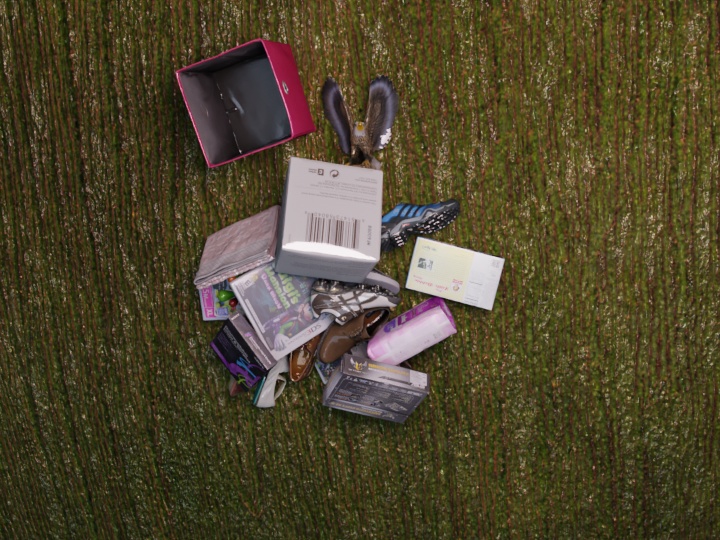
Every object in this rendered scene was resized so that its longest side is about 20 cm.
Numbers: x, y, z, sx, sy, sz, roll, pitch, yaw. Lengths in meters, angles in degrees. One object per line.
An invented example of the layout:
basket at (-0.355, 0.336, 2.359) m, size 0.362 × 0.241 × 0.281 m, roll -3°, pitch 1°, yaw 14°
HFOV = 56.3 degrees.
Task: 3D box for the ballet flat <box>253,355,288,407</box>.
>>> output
ballet flat at (-0.206, 0.247, 1.630) m, size 0.069 × 0.070 × 0.202 m, roll 21°, pitch 112°, yaw 4°

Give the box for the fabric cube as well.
fabric cube at (-0.226, -0.345, 1.390) m, size 0.197 × 0.199 × 0.199 m, roll -15°, pitch 102°, yaw 14°

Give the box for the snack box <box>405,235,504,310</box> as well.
snack box at (0.207, 0.005, 1.486) m, size 0.197 × 0.037 × 0.118 m, roll 15°, pitch 100°, yaw 6°

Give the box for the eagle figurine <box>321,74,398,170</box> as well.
eagle figurine at (-0.002, -0.298, 1.417) m, size 0.150 × 0.150 × 0.204 m, roll 9°, pitch 75°, yaw -33°

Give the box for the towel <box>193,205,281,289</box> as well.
towel at (-0.269, -0.055, 1.489) m, size 0.197 × 0.192 × 0.032 m, roll -21°, pitch 124°, yaw 15°

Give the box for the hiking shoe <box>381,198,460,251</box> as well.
hiking shoe at (0.117, -0.121, 1.454) m, size 0.197 × 0.075 × 0.088 m, roll -22°, pitch 63°, yaw -2°

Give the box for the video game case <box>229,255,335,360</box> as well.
video game case at (-0.163, 0.069, 1.479) m, size 0.180 × 0.023 × 0.202 m, roll -31°, pitch 106°, yaw -17°

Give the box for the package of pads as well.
package of pads at (0.110, 0.139, 1.493) m, size 0.198 × 0.121 × 0.076 m, roll -30°, pitch 102°, yaw 10°

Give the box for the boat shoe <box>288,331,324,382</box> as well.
boat shoe at (-0.125, 0.166, 1.558) m, size 0.071 × 0.068 × 0.203 m, roll 15°, pitch 106°, yaw 6°

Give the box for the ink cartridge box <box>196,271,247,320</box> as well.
ink cartridge box at (-0.285, 0.053, 1.597) m, size 0.196 × 0.042 × 0.121 m, roll -3°, pitch 104°, yaw 9°

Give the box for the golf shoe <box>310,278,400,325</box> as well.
golf shoe at (-0.012, 0.073, 1.455) m, size 0.197 × 0.078 × 0.096 m, roll 7°, pitch 94°, yaw 9°

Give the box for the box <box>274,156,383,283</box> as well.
box at (-0.066, -0.098, 1.384) m, size 0.196 × 0.171 × 0.203 m, roll 7°, pitch 72°, yaw -10°

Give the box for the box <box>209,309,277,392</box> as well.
box at (-0.265, 0.185, 1.504) m, size 0.144 × 0.036 × 0.200 m, roll 51°, pitch 146°, yaw 5°

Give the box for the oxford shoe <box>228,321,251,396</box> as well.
oxford shoe at (-0.281, 0.215, 1.638) m, size 0.074 × 0.070 × 0.202 m, roll 39°, pitch 114°, yaw 27°

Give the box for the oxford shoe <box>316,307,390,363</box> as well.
oxford shoe at (-0.016, 0.135, 1.485) m, size 0.200 × 0.084 × 0.073 m, roll -44°, pitch 117°, yaw -3°

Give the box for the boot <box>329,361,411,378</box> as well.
boot at (0.047, 0.251, 1.556) m, size 0.199 × 0.071 × 0.146 m, roll 31°, pitch 127°, yaw -24°

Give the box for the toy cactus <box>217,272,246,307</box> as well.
toy cactus at (-0.224, 0.022, 1.519) m, size 0.200 × 0.102 × 0.165 m, roll -44°, pitch 107°, yaw -8°

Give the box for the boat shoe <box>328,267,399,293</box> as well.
boat shoe at (-0.001, 0.001, 1.511) m, size 0.196 × 0.069 × 0.074 m, roll 15°, pitch 148°, yaw -14°

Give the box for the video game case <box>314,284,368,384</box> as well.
video game case at (-0.050, 0.149, 1.589) m, size 0.180 × 0.023 × 0.202 m, roll -24°, pitch 101°, yaw 15°

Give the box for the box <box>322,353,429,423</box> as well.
box at (0.032, 0.261, 1.472) m, size 0.197 × 0.049 × 0.159 m, roll 15°, pitch 140°, yaw -12°
